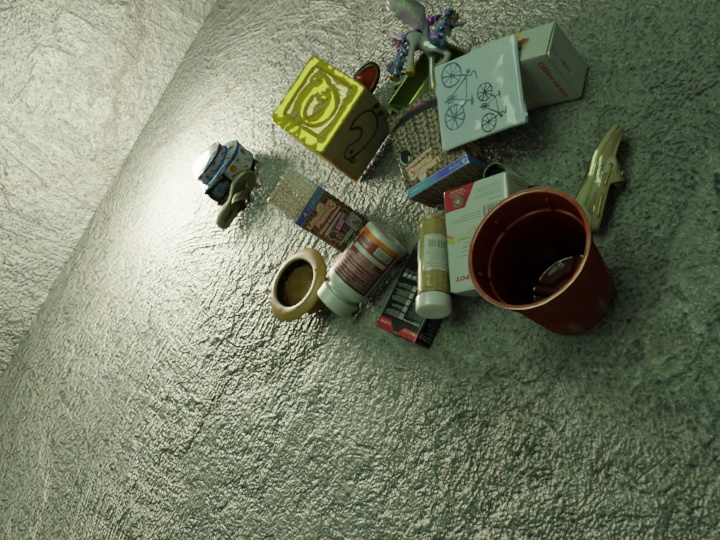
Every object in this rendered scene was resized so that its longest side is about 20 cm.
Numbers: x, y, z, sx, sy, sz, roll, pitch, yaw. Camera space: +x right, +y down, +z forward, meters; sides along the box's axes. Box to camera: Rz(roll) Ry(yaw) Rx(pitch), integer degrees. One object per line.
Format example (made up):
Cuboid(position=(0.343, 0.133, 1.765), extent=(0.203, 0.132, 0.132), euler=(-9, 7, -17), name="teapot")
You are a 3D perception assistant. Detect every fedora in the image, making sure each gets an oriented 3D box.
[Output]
Cuboid(position=(-0.131, 0.044, 1.694), extent=(0.200, 0.082, 0.202), euler=(-28, 47, 34), name="fedora")

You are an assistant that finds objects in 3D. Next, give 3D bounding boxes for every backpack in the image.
Cuboid(position=(-0.426, -0.320, 2.213), extent=(0.190, 0.154, 0.200), euler=(-44, 37, 2), name="backpack")

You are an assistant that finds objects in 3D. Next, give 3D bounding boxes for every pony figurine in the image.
Cuboid(position=(0.131, -0.523, 1.616), extent=(0.167, 0.191, 0.202), euler=(93, -166, -76), name="pony figurine")

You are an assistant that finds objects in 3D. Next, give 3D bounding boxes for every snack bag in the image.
Cuboid(position=(0.234, -0.349, 1.391), extent=(0.199, 0.021, 0.191), euler=(-14, 75, 40), name="snack bag")

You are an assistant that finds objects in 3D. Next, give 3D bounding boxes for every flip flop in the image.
Cuboid(position=(-0.366, -0.208, 2.130), extent=(0.057, 0.081, 0.201), euler=(31, 92, 35), name="flip flop")

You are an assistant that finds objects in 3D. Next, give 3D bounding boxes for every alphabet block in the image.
Cuboid(position=(-0.064, -0.372, 1.753), extent=(0.196, 0.200, 0.196), euler=(35, 94, 28), name="alphabet block")

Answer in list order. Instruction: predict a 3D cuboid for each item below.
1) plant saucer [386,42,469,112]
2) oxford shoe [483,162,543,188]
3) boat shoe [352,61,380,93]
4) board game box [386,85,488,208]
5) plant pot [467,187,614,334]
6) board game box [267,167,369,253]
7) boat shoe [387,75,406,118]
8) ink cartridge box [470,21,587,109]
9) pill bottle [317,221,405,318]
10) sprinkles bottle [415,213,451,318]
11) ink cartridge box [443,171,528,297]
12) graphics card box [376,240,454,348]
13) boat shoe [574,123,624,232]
Cuboid(position=(0.189, -0.416, 1.641), extent=(0.200, 0.048, 0.201), euler=(38, 95, 37), name="plant saucer")
Cuboid(position=(0.302, -0.152, 1.369), extent=(0.075, 0.058, 0.200), euler=(-50, 41, 7), name="oxford shoe")
Cuboid(position=(-0.016, -0.470, 1.901), extent=(0.200, 0.071, 0.063), euler=(-50, 6, 19), name="boat shoe")
Cuboid(position=(0.164, -0.265, 1.516), extent=(0.159, 0.096, 0.202), euler=(-29, 65, 32), name="board game box")
Cuboid(position=(0.305, 0.002, 1.141), extent=(0.199, 0.195, 0.203), euler=(-19, 56, 30), name="plant pot")
Cuboid(position=(-0.090, -0.132, 1.657), extent=(0.097, 0.199, 0.159), euler=(-56, 39, 3), name="board game box")
Cuboid(position=(0.105, -0.436, 1.745), extent=(0.074, 0.086, 0.204), euler=(0, 66, 47), name="boat shoe")
Cuboid(position=(0.332, -0.400, 1.426), extent=(0.199, 0.145, 0.084), euler=(-1, 64, 46), name="ink cartridge box")
Cuboid(position=(0.000, 0.000, 1.558), extent=(0.200, 0.109, 0.110), euler=(-50, 39, 11), name="pill bottle")
Cuboid(position=(0.142, -0.010, 1.365), extent=(0.068, 0.068, 0.202), euler=(-21, 53, 38), name="sprinkles bottle")
Cuboid(position=(0.239, -0.061, 1.320), extent=(0.145, 0.082, 0.202), euler=(-14, 72, 42), name="ink cartridge box")
Cuboid(position=(0.126, 0.045, 1.437), extent=(0.125, 0.051, 0.202), euler=(18, 81, 51), name="graphics card box")
Cuboid(position=(0.425, -0.161, 1.240), extent=(0.064, 0.072, 0.201), euler=(23, 77, 15), name="boat shoe")
